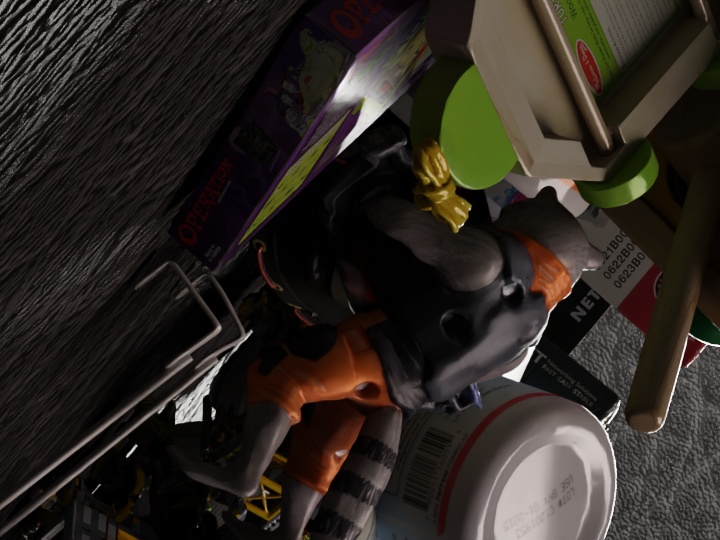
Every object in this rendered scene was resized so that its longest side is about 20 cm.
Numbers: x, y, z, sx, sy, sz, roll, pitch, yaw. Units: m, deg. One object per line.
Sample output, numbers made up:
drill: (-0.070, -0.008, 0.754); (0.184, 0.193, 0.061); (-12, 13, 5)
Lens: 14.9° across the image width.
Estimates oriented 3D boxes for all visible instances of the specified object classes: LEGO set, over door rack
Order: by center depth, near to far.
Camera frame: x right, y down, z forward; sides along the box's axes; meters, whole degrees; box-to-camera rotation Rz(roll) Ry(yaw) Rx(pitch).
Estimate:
over door rack: (-0.112, 0.091, 1.112); (0.200, 0.067, 0.148); (-50, 177, -1)
LEGO set: (-0.093, 0.094, 1.291); (0.200, 0.116, 0.154); (-35, -145, 38)

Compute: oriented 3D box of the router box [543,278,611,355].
router box: (0.065, 0.012, 1.729); (0.200, 0.157, 0.052); (-50, 176, 0)

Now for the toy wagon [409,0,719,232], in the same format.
toy wagon: (0.074, -0.096, 0.992); (0.039, 0.156, 0.200); (18, -124, 44)

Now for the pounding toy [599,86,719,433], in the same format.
pounding toy: (0.168, -0.036, 1.086); (0.200, 0.142, 0.184); (-51, -141, 9)

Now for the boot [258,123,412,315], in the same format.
boot: (-0.007, -0.011, 1.407); (0.131, 0.068, 0.200); (-45, 178, 28)

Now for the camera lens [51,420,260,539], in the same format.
camera lens: (-0.104, 0.192, 1.496); (0.200, 0.160, 0.160); (-46, 175, -40)

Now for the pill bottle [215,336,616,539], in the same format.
pill bottle: (0.022, 0.092, 1.365); (0.108, 0.199, 0.109); (-17, 115, -40)

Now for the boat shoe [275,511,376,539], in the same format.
boat shoe: (-0.048, 0.181, 1.337); (0.201, 0.071, 0.070); (-47, -151, 22)

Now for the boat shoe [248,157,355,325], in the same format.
boat shoe: (0.001, -0.002, 1.247); (0.074, 0.063, 0.201); (-60, 161, -6)

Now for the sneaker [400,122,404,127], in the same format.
sneaker: (0.051, -0.035, 1.541); (0.071, 0.099, 0.200); (-44, 172, -39)

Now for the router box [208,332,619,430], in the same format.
router box: (0.032, 0.078, 1.638); (0.150, 0.200, 0.062); (-48, 171, -25)

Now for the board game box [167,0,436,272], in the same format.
board game box: (0.008, -0.089, 1.040); (0.120, 0.032, 0.200); (-49, 178, 39)

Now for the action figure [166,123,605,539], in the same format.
action figure: (0.024, 0.046, 1.128); (0.193, 0.105, 0.200); (-43, 146, -7)

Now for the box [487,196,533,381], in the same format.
box: (0.088, -0.022, 1.474); (0.200, 0.036, 0.145); (-57, 157, -59)

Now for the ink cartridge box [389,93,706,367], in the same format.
ink cartridge box: (0.143, -0.088, 1.337); (0.146, 0.200, 0.145); (-53, 173, 30)

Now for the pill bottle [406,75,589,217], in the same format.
pill bottle: (0.113, -0.132, 1.190); (0.200, 0.114, 0.114); (-50, 176, 8)
